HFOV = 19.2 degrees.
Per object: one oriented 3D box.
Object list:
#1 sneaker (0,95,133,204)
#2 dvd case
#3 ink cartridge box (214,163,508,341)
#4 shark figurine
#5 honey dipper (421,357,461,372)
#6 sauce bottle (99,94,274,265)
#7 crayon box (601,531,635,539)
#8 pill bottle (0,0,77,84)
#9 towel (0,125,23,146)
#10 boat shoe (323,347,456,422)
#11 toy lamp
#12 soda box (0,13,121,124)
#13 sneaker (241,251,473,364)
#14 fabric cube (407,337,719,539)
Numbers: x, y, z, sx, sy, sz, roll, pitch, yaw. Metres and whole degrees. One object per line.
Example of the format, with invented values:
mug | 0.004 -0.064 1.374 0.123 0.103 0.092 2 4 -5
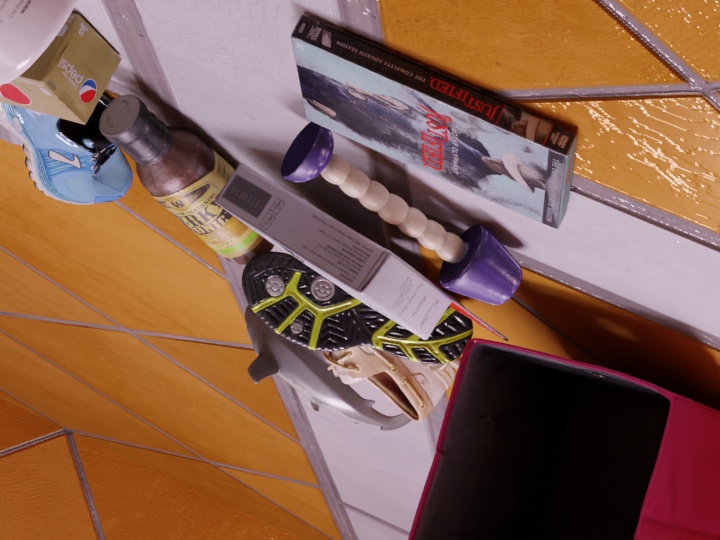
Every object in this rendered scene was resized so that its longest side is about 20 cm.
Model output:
sneaker | -0.234 -0.107 1.783 0.090 0.079 0.200 16 162 24
dvd case | 0.050 -0.098 1.439 0.200 0.022 0.146 24 165 9
ink cartridge box | 0.000 0.000 1.700 0.200 0.044 0.174 32 176 45
shark figurine | -0.025 0.095 2.114 0.214 0.090 0.128 35 -161 0
honey dipper | 0.118 0.101 1.968 0.200 0.038 0.038 30 165 -27
sauce bottle | -0.141 -0.075 1.752 0.065 0.065 0.200 13 160 41
crayon box | 0.221 0.183 1.885 0.200 0.127 0.051 12 159 40
pill bottle | -0.294 -0.222 1.425 0.200 0.115 0.114 35 163 -29
towel | -0.363 -0.156 1.936 0.200 0.024 0.147 24 165 10
boat shoe | 0.004 0.077 2.002 0.200 0.069 0.074 34 163 -26
toy lamp | 0.035 -0.038 1.593 0.200 0.058 0.058 31 164 -20
soda box | -0.290 -0.175 1.671 0.200 0.064 0.068 16 162 33
sneaker | -0.005 0.032 1.806 0.200 0.076 0.076 17 -169 -3
fabric cube | 0.187 0.183 1.728 0.196 0.200 0.199 15 177 36
